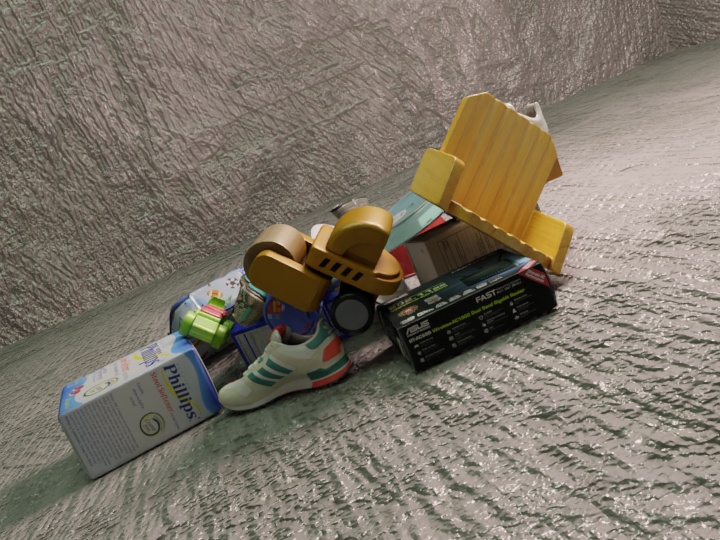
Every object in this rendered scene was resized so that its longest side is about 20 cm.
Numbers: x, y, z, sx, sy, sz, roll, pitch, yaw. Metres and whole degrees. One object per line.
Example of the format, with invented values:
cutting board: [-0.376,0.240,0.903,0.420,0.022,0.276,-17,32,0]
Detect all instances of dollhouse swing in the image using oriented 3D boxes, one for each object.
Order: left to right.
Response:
dollhouse swing: [0.203,-0.130,0.987,0.176,0.199,0.182,-60,18,6]

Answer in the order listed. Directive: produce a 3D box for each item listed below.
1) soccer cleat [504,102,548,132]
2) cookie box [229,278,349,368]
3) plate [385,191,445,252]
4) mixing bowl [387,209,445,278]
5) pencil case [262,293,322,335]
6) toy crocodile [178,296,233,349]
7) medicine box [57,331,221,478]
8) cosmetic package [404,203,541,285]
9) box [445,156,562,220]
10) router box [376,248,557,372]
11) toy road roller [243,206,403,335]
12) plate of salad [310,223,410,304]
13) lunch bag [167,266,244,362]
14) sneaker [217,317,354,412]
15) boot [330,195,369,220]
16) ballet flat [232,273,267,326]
soccer cleat: [0.206,-0.210,1.135,0.199,0.087,0.070,-19,13,-26]
cookie box: [-0.092,0.070,1.211,0.199,0.075,0.171,-19,15,18]
plate: [0.083,-0.095,1.126,0.200,0.026,0.200,-37,15,11]
mixing bowl: [0.086,-0.064,1.405,0.199,0.109,0.200,-22,12,5]
pencil case: [-0.092,0.022,1.093,0.086,0.078,0.200,-14,24,8]
toy crocodile: [-0.236,0.080,1.144,0.200,0.067,0.062,-161,94,-86]
medicine box: [-0.324,0.187,1.071,0.199,0.103,0.182,-27,12,-17]
cosmetic package: [0.182,-0.040,1.126,0.199,0.104,0.087,-25,10,-17]
box: [0.203,-0.130,1.148,0.199,0.042,0.119,-25,11,1]
router box: [0.130,0.045,0.937,0.199,0.062,0.150,-24,10,-5]
toy road roller: [-0.038,-0.025,0.957,0.123,0.199,0.146,-73,7,-69]
plate of salad: [0.000,0.000,1.138,0.048,0.200,0.200,-52,2,20]
lunch bag: [-0.259,0.088,1.328,0.200,0.076,0.161,-28,-28,-31]
sneaker: [-0.112,0.121,0.981,0.199,0.094,0.070,-19,12,18]
boot: [0.032,-0.102,1.546,0.068,0.131,0.200,-30,-10,41]
ballet flat: [-0.173,0.046,1.154,0.075,0.068,0.200,-54,7,7]
